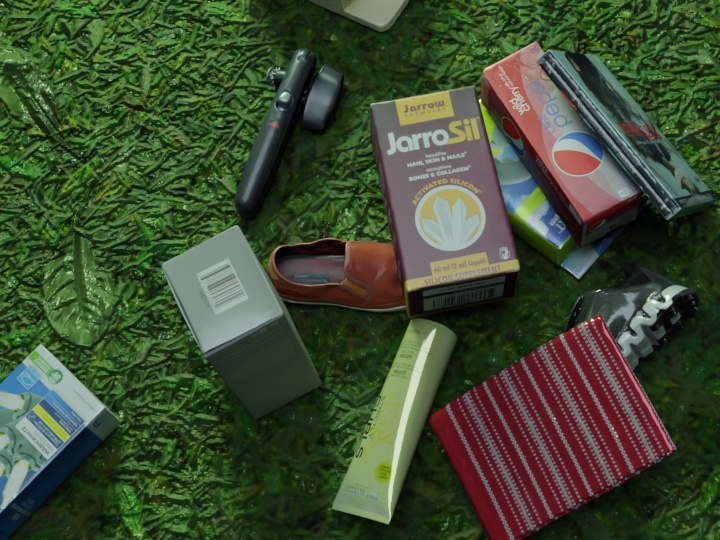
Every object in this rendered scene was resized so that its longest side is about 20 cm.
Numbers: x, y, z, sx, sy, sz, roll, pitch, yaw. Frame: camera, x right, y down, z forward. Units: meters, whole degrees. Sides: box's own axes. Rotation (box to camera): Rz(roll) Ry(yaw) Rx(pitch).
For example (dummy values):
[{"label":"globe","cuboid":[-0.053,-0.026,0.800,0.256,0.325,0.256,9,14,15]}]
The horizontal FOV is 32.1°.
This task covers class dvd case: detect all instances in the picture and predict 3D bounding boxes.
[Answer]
[{"label":"dvd case","cuboid":[0.266,-0.136,1.238,0.022,0.146,0.200,-42,75,26]}]

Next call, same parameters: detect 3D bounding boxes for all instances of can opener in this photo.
[{"label":"can opener","cuboid":[-0.087,-0.149,1.344,0.078,0.063,0.201,21,71,15]}]

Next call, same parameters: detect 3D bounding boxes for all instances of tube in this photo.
[{"label":"tube","cuboid":[0.037,0.144,1.208,0.052,0.058,0.201,24,73,-1]}]

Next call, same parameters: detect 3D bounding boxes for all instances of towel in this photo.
[{"label":"towel","cuboid":[0.172,0.151,1.153,0.200,0.022,0.145,-34,72,19]}]

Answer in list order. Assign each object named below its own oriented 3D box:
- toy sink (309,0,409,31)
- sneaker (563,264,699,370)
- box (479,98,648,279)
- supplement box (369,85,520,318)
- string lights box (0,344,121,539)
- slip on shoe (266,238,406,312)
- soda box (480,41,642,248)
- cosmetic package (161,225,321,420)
[{"label":"toy sink","cuboid":[-0.029,-0.381,1.409,0.200,0.112,0.131,28,74,18]},{"label":"sneaker","cuboid":[0.226,0.070,1.209,0.200,0.066,0.091,-43,52,-2]},{"label":"box","cuboid":[0.184,-0.097,1.294,0.200,0.048,0.122,39,77,22]},{"label":"supplement box","cuboid":[0.079,-0.067,1.224,0.110,0.086,0.201,-11,70,-1]},{"label":"string lights box","cuboid":[-0.348,0.184,1.240,0.103,0.059,0.200,39,77,19]},{"label":"slip on shoe","cuboid":[0.000,0.000,1.270,0.199,0.061,0.074,0,65,6]},{"label":"soda box","cuboid":[0.197,-0.126,1.244,0.070,0.063,0.200,-28,66,-5]},{"label":"cosmetic package","cuboid":[-0.108,0.055,1.187,0.090,0.200,0.107,-27,63,-6]}]
